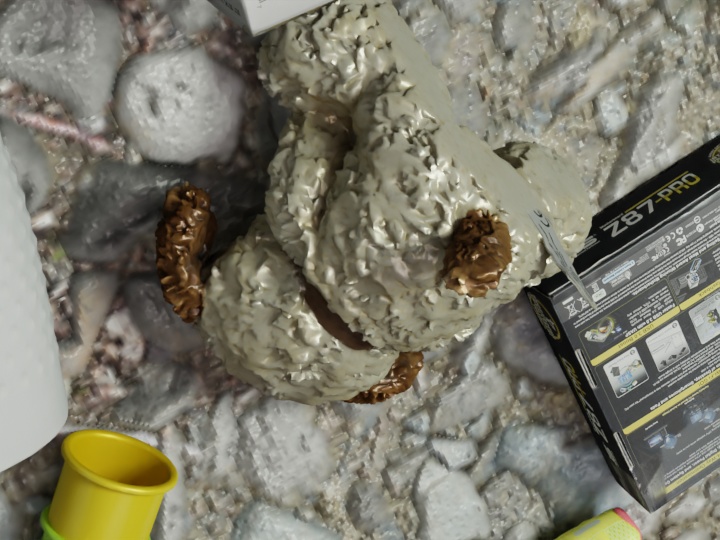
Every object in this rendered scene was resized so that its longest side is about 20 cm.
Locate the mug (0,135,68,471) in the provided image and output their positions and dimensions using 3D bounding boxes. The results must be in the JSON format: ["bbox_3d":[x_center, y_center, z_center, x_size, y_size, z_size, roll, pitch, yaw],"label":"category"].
[{"bbox_3d":[-0.221,-0.003,0.624,0.200,0.147,0.177,-26,113,-50],"label":"mug"}]

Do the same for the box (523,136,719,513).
[{"bbox_3d":[0.204,0.015,0.874,0.199,0.049,0.162,-33,117,-7],"label":"box"}]

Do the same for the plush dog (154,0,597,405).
[{"bbox_3d":[0.000,0.000,0.746,0.200,0.161,0.172,36,121,-27],"label":"plush dog"}]

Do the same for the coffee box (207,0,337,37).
[{"bbox_3d":[0.015,-0.185,0.682,0.199,0.113,0.080,-25,118,-12],"label":"coffee box"}]

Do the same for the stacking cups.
[{"bbox_3d":[-0.150,0.182,0.791,0.060,0.061,0.201,14,104,-26],"label":"stacking cups"}]

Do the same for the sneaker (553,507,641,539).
[{"bbox_3d":[0.173,0.217,0.926,0.090,0.078,0.200,-41,119,-5],"label":"sneaker"}]
